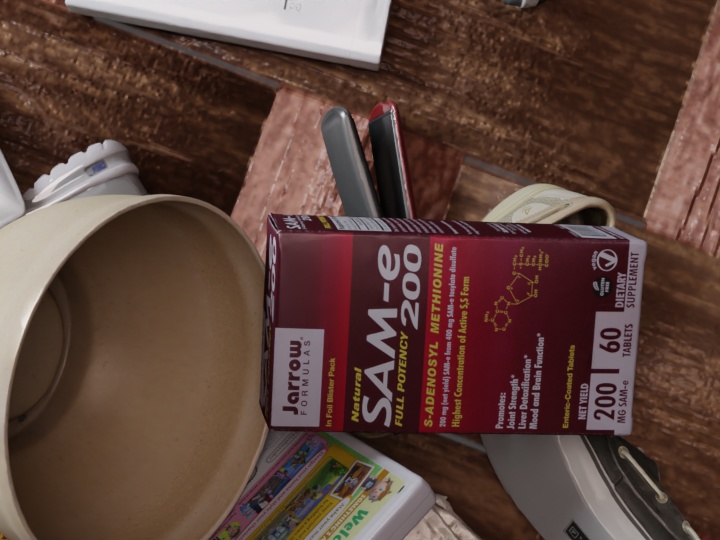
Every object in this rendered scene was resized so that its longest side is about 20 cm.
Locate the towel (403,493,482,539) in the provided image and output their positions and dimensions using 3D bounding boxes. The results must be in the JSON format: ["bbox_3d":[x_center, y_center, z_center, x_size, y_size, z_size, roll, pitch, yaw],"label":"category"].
[{"bbox_3d":[0.010,0.227,0.842,0.132,0.034,0.200,44,85,7],"label":"towel"}]

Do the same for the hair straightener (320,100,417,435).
[{"bbox_3d":[0.000,0.000,0.942,0.076,0.041,0.202,-7,89,-29],"label":"hair straightener"}]

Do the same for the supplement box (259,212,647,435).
[{"bbox_3d":[0.048,0.029,0.845,0.198,0.061,0.110,1,100,-9],"label":"supplement box"}]

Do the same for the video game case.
[{"bbox_3d":[-0.078,0.160,0.855,0.200,0.182,0.022,-45,123,-15],"label":"video game case"}]

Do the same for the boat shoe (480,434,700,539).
[{"bbox_3d":[0.141,0.133,0.919,0.063,0.071,0.201,-24,72,-35],"label":"boat shoe"}]

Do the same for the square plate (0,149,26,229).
[{"bbox_3d":[-0.317,-0.061,0.926,0.199,0.028,0.199,-29,60,-2],"label":"square plate"}]

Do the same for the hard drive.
[{"bbox_3d":[-0.073,-0.209,0.984,0.198,0.027,0.133,11,82,1],"label":"hard drive"}]

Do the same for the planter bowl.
[{"bbox_3d":[-0.155,0.052,0.838,0.134,0.200,0.202,11,80,37],"label":"planter bowl"}]

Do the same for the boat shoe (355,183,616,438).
[{"bbox_3d":[0.067,0.022,0.909,0.200,0.065,0.072,-40,111,-17],"label":"boat shoe"}]

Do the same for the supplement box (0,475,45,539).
[{"bbox_3d":[-0.200,0.213,0.842,0.066,0.069,0.202,10,56,-36],"label":"supplement box"}]

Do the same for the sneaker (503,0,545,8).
[{"bbox_3d":[0.036,-0.237,0.935,0.120,0.084,0.202,-20,111,-2],"label":"sneaker"}]

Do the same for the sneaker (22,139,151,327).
[{"bbox_3d":[-0.201,0.010,0.928,0.199,0.075,0.082,-38,82,-5],"label":"sneaker"}]
